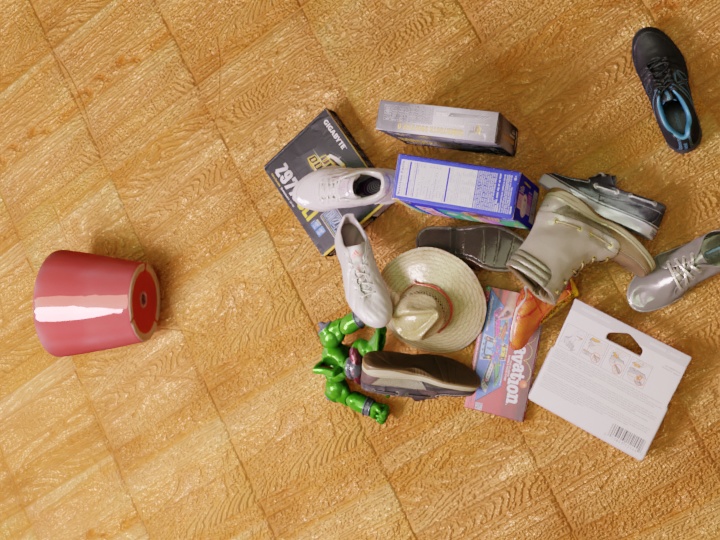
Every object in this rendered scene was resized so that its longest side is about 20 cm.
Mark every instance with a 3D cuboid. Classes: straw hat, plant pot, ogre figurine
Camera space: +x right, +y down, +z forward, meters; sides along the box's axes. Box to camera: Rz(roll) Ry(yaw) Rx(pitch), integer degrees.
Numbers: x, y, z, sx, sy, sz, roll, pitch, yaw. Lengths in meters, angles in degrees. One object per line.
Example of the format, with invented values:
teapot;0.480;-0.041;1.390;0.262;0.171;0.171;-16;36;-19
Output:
straw hat;0.098;0.069;1.515;0.197;0.085;0.205;11;117;22
plant pot;-0.475;0.058;1.725;0.173;0.200;0.206;-1;89;11
ogre figurine;-0.012;0.154;1.581;0.117;0.099;0.203;2;126;22

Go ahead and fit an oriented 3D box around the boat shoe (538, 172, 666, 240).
boat shoe;0.375;-0.118;1.453;0.197;0.072;0.069;27;93;22

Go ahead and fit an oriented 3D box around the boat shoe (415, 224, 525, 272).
boat shoe;0.191;-0.037;1.527;0.196;0.068;0.074;12;85;22

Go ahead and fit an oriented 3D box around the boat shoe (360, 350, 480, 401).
boat shoe;0.095;0.178;1.525;0.195;0.074;0.066;11;120;-4

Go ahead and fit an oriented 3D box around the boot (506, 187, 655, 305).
boot;0.332;-0.009;1.414;0.198;0.072;0.156;34;76;0

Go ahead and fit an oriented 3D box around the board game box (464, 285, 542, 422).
board game box;0.237;0.135;1.531;0.101;0.019;0.205;11;93;19

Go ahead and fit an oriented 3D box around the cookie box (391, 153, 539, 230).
cookie box;0.168;-0.121;1.481;0.196;0.171;0.077;11;90;21

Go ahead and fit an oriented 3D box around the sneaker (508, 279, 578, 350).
sneaker;0.294;0.039;1.464;0.076;0.073;0.202;30;86;21

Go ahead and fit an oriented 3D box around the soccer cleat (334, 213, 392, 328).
soccer cleat;0.000;0.000;1.519;0.068;0.078;0.203;-14;57;-12

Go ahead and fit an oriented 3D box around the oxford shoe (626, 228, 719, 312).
oxford shoe;0.490;-0.004;1.416;0.198;0.058;0.076;-32;81;20

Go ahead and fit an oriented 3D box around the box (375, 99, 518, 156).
box;0.142;-0.226;1.498;0.196;0.158;0.050;10;93;20

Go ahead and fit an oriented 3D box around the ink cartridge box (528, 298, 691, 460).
ink cartridge box;0.387;0.167;1.459;0.197;0.045;0.179;28;100;19

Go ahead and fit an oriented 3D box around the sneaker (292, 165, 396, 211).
sneaker;-0.029;-0.141;1.545;0.196;0.099;0.077;-5;90;21

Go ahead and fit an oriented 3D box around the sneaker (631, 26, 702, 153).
sneaker;0.465;-0.280;1.414;0.072;0.082;0.204;-24;80;21

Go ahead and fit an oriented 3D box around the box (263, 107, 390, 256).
box;-0.055;-0.151;1.632;0.159;0.049;0.202;-39;77;18
